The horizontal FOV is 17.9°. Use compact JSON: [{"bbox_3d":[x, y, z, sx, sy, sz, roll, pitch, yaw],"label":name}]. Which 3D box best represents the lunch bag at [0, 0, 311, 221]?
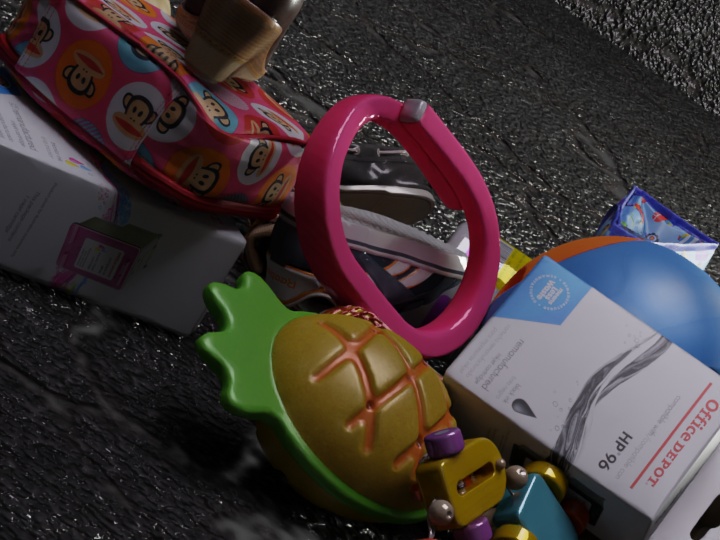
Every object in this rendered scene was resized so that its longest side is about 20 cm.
[{"bbox_3d":[-0.126,-0.116,1.510,0.200,0.082,0.176,40,16,24],"label":"lunch bag"}]

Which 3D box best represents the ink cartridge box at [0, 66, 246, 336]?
[{"bbox_3d":[-0.191,-0.052,1.500,0.200,0.085,0.145,24,19,-33],"label":"ink cartridge box"}]

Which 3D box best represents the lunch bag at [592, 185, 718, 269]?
[{"bbox_3d":[0.203,0.024,1.890,0.094,0.151,0.200,36,16,12],"label":"lunch bag"}]

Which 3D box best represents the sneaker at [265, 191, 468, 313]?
[{"bbox_3d":[0.000,0.000,1.604,0.078,0.080,0.200,29,10,38],"label":"sneaker"}]

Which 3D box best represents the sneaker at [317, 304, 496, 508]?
[{"bbox_3d":[0.038,0.105,1.504,0.200,0.073,0.077,49,-24,8],"label":"sneaker"}]

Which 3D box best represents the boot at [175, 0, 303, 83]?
[{"bbox_3d":[-0.050,-0.205,1.484,0.072,0.167,0.200,35,11,-9],"label":"boot"}]

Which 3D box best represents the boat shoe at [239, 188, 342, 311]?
[{"bbox_3d":[-0.053,-0.021,1.697,0.072,0.072,0.200,17,31,-38],"label":"boat shoe"}]

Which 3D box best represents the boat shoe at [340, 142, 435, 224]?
[{"bbox_3d":[-0.029,-0.078,1.853,0.199,0.067,0.057,8,51,-34],"label":"boat shoe"}]

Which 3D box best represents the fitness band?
[{"bbox_3d":[0.028,-0.028,1.536,0.037,0.144,0.200,3,-35,40],"label":"fitness band"}]

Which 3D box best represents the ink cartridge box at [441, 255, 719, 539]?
[{"bbox_3d":[0.161,0.097,1.440,0.200,0.116,0.068,35,-27,13],"label":"ink cartridge box"}]

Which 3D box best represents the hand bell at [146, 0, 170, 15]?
[{"bbox_3d":[-0.154,-0.126,1.812,0.104,0.104,0.200,11,39,-52],"label":"hand bell"}]

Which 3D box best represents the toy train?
[{"bbox_3d":[0.066,0.175,1.347,0.200,0.055,0.151,18,66,-50],"label":"toy train"}]

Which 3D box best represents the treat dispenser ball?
[{"bbox_3d":[0.176,0.076,1.604,0.200,0.201,0.201,30,17,-10],"label":"treat dispenser ball"}]

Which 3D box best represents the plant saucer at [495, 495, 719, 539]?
[{"bbox_3d":[0.183,0.172,1.454,0.200,0.200,0.030,38,-26,16],"label":"plant saucer"}]

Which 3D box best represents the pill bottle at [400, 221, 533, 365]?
[{"bbox_3d":[0.135,0.056,1.759,0.200,0.104,0.104,34,17,3],"label":"pill bottle"}]

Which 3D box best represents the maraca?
[{"bbox_3d":[-0.020,0.078,1.386,0.200,0.107,0.137,35,33,-25],"label":"maraca"}]
